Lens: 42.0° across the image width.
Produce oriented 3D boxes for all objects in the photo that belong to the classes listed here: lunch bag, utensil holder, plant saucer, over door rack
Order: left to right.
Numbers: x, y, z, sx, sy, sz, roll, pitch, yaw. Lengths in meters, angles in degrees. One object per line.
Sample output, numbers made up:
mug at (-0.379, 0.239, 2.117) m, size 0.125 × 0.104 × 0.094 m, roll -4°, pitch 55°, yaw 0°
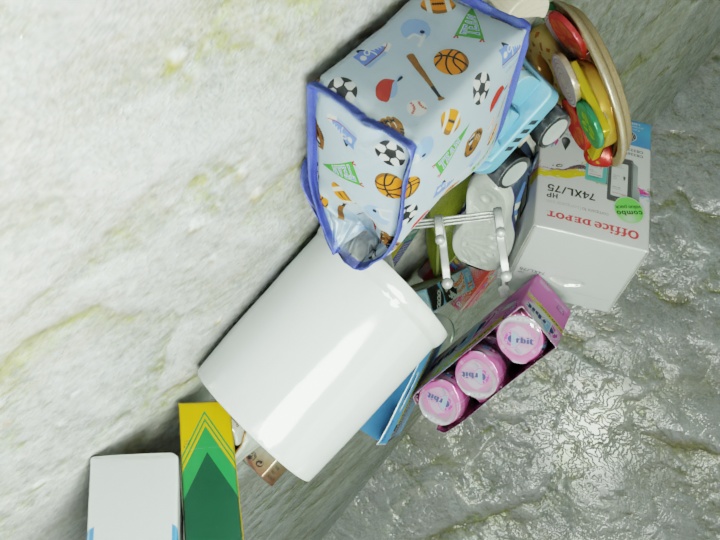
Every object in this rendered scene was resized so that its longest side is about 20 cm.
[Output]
utensil holder at (-0.038, 0.080, 0.929) m, size 0.200 × 0.170 × 0.170 m, roll -48°, pitch 166°, yaw -6°
lunch bag at (0.039, -0.110, 0.781) m, size 0.170 × 0.123 × 0.201 m, roll -45°, pitch 158°, yaw -25°
over door rack at (0.101, 0.001, 1.088) m, size 0.201 × 0.145 × 0.068 m, roll 68°, pitch 19°, yaw -64°
plant saucer at (0.154, -0.102, 1.325) m, size 0.201 × 0.048 × 0.200 m, roll -49°, pitch 166°, yaw -10°

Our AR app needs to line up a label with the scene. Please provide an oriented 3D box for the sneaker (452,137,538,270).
sneaker at (0.177, -0.106, 1.186) m, size 0.201 × 0.079 × 0.148 m, roll 88°, pitch 25°, yaw -59°

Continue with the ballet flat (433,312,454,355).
ballet flat at (0.051, 0.105, 1.359) m, size 0.069 × 0.070 × 0.198 m, roll -39°, pitch -165°, yaw -37°

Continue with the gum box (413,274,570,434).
gum box at (0.157, 0.105, 1.151) m, size 0.200 × 0.066 × 0.113 m, roll -44°, pitch 180°, yaw 28°

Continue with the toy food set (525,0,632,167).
toy food set at (0.239, -0.206, 1.036) m, size 0.048 × 0.203 × 0.198 m, roll -23°, pitch 167°, yaw 3°

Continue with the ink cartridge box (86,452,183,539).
ink cartridge box at (-0.214, 0.280, 0.907) m, size 0.083 × 0.147 × 0.201 m, roll -1°, pitch 151°, yaw -8°

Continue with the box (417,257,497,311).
box at (0.194, -0.044, 1.505) m, size 0.201 × 0.094 × 0.102 m, roll -54°, pitch 167°, yaw 14°

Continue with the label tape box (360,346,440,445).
label tape box at (0.045, 0.140, 1.203) m, size 0.145 × 0.065 × 0.200 m, roll -64°, pitch 168°, yaw 0°

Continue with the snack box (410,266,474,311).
snack box at (0.085, 0.042, 1.385) m, size 0.115 × 0.038 × 0.199 m, roll -19°, pitch -179°, yaw 26°

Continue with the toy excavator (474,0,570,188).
toy excavator at (0.147, -0.194, 0.981) m, size 0.195 × 0.100 × 0.199 m, roll -48°, pitch 153°, yaw 21°

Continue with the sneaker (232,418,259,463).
sneaker at (-0.120, 0.165, 1.084) m, size 0.200 × 0.073 × 0.085 m, roll -46°, pitch 168°, yaw -13°

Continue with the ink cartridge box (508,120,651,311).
ink cartridge box at (0.276, -0.080, 1.195) m, size 0.147 × 0.144 × 0.203 m, roll 104°, pitch -2°, yaw -58°

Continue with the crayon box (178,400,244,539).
crayon box at (-0.152, 0.261, 0.958) m, size 0.057 × 0.175 × 0.202 m, roll -5°, pitch 139°, yaw -11°

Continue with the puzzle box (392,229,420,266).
puzzle box at (0.000, 0.000, 1.142) m, size 0.134 × 0.025 × 0.199 m, roll -57°, pitch 165°, yaw 22°

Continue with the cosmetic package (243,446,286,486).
cosmetic package at (-0.079, 0.164, 1.183) m, size 0.200 × 0.087 × 0.104 m, roll -48°, pitch 165°, yaw -11°
